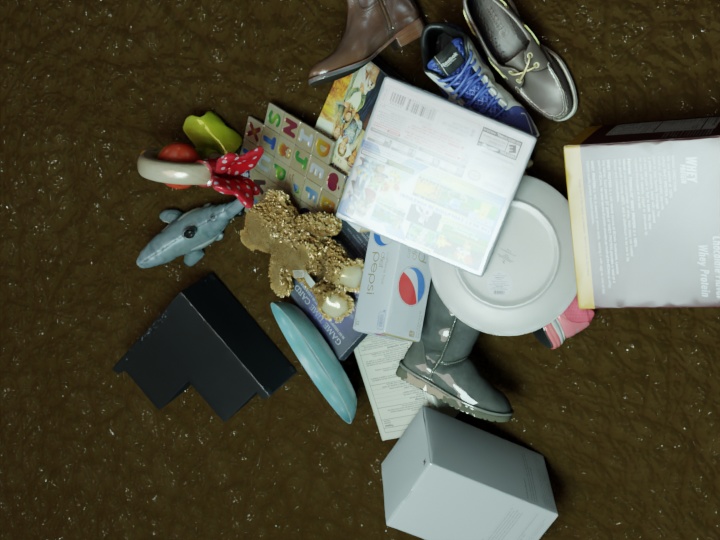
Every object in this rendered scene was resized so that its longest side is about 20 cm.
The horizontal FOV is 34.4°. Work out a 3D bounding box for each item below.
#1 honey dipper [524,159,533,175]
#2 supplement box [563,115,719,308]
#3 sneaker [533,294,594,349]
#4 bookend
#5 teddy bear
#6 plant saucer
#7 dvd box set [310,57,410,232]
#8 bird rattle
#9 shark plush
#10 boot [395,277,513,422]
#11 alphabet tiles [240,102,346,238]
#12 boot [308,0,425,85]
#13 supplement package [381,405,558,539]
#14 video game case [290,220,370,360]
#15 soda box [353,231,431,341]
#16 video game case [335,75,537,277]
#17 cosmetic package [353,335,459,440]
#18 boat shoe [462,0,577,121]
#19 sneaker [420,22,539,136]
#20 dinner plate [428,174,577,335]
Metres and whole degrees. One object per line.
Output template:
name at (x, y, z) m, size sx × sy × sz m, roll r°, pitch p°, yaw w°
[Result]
honey dipper at (0.221, -0.078, 1.462) m, size 0.038 × 0.038 × 0.203 m, roll -24°, pitch 81°, yaw 29°
supplement box at (0.360, -0.069, 1.372) m, size 0.197 × 0.133 × 0.201 m, roll -2°, pitch 106°, yaw 25°
sneaker at (0.235, -0.004, 1.500) m, size 0.086 × 0.074 × 0.203 m, roll -22°, pitch 84°, yaw -8°
bookend at (-0.235, 0.148, 1.743) m, size 0.200 × 0.092 × 0.199 m, roll 48°, pitch 121°, yaw 3°
teddy bear at (-0.070, -0.021, 1.563) m, size 0.198 × 0.066 × 0.147 m, roll 25°, pitch 121°, yaw 29°
plant saucer at (-0.060, 0.123, 1.623) m, size 0.027 × 0.200 × 0.202 m, roll -32°, pitch 91°, yaw -12°
dvd box set at (0.000, -0.175, 1.543) m, size 0.146 × 0.029 × 0.202 m, roll 44°, pitch 121°, yaw 30°
bird rattle at (-0.223, -0.136, 1.592) m, size 0.160 × 0.200 × 0.114 m, roll -3°, pitch 116°, yaw -16°
shark plush at (-0.232, -0.051, 1.683) m, size 0.197 × 0.083 × 0.092 m, roll -13°, pitch 100°, yaw 28°
boot at (0.149, 0.076, 1.506) m, size 0.180 × 0.073 × 0.202 m, roll 24°, pitch 100°, yaw 4°
alphabet tiles at (-0.100, -0.128, 1.606) m, size 0.199 × 0.006 × 0.169 m, roll 34°, pitch 119°, yaw 33°
boot at (-0.029, -0.354, 1.460) m, size 0.202 × 0.185 × 0.064 m, roll 63°, pitch 157°, yaw -8°
supplement package at (0.142, 0.291, 1.549) m, size 0.198 × 0.120 × 0.122 m, roll 24°, pitch 119°, yaw -17°
video game case at (0.000, 0.000, 1.570) m, size 0.200 × 0.019 × 0.143 m, roll -48°, pitch 60°, yaw 14°
soda box at (0.051, -0.014, 1.485) m, size 0.063 × 0.068 × 0.203 m, roll 4°, pitch 81°, yaw 49°
video game case at (0.090, -0.113, 1.410) m, size 0.197 × 0.022 × 0.185 m, roll 22°, pitch 105°, yaw 6°
cosmetic package at (0.056, 0.123, 1.609) m, size 0.102 × 0.073 × 0.203 m, roll -12°, pitch 101°, yaw 27°
boat shoe at (0.194, -0.266, 1.430) m, size 0.071 × 0.059 × 0.201 m, roll -34°, pitch 90°, yaw 29°
sneaker at (0.128, -0.226, 1.421) m, size 0.080 × 0.115 × 0.201 m, roll -37°, pitch 78°, yaw 15°
dinner plate at (0.181, -0.021, 1.439) m, size 0.197 × 0.024 × 0.204 m, roll 0°, pitch 89°, yaw 11°
